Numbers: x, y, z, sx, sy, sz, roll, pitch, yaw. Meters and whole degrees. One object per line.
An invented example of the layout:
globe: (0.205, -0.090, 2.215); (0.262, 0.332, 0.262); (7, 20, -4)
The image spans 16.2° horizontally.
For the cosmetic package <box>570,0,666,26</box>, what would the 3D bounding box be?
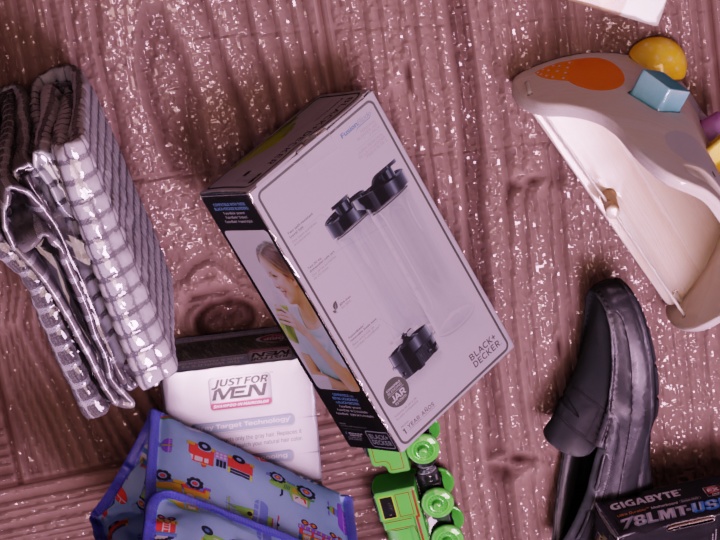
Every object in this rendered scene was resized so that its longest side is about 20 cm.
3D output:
cosmetic package: (0.091, -0.218, 1.532); (0.199, 0.105, 0.072); (15, 108, -11)

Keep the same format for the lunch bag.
lunch bag: (-0.079, 0.190, 1.544); (0.150, 0.200, 0.094); (25, 106, -16)

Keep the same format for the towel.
towel: (-0.174, -0.018, 1.519); (0.085, 0.200, 0.167); (-21, 111, 2)

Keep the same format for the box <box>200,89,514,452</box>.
box: (0.000, 0.000, 1.595); (0.117, 0.060, 0.201); (-42, 113, -27)

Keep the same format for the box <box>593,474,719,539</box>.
box: (0.253, 0.230, 1.723); (0.197, 0.050, 0.201); (-10, 121, -13)

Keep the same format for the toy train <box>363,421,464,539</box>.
toy train: (0.038, 0.161, 1.703); (0.056, 0.042, 0.201); (-12, 112, 7)

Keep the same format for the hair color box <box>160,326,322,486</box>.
hair color box: (-0.076, 0.143, 1.668); (0.098, 0.061, 0.202); (-6, 112, -6)

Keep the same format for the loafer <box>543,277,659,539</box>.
loafer: (0.157, 0.102, 1.680); (0.070, 0.068, 0.202); (-7, 115, -13)

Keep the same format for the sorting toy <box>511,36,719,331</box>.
sorting toy: (0.202, -0.044, 1.571); (0.107, 0.180, 0.200); (-35, 112, 6)
